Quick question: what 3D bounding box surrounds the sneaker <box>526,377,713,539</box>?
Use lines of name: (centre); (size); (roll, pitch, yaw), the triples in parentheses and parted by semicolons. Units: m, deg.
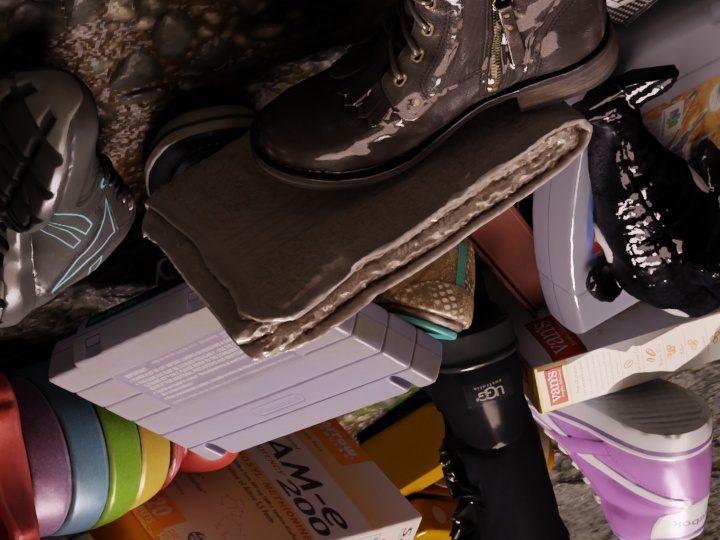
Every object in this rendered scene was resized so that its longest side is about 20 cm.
sneaker: (0.143, 0.107, 1.234); (0.072, 0.200, 0.115); (-25, 125, -24)

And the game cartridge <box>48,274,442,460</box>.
game cartridge: (-0.068, 0.047, 1.062); (0.130, 0.038, 0.200); (34, 143, -29)

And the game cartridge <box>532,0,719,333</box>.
game cartridge: (0.154, -0.062, 1.066); (0.133, 0.041, 0.200); (-31, 139, -30)

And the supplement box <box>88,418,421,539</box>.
supplement box: (-0.077, 0.166, 1.281); (0.200, 0.126, 0.074); (-9, 132, -40)

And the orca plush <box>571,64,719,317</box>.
orca plush: (0.175, -0.028, 1.028); (0.105, 0.071, 0.200); (-36, 140, -19)

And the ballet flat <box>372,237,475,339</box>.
ballet flat: (0.000, 0.000, 1.107); (0.070, 0.066, 0.200); (24, 168, -38)

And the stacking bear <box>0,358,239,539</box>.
stacking bear: (-0.154, 0.100, 1.177); (0.200, 0.122, 0.114); (-12, -176, -37)

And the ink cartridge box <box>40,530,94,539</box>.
ink cartridge box: (-0.213, 0.207, 1.191); (0.116, 0.200, 0.067); (-28, 146, -24)

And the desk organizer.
desk organizer: (0.091, -0.050, 1.106); (0.077, 0.072, 0.200); (-28, 152, 10)

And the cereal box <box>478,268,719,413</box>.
cereal box: (0.179, 0.018, 1.221); (0.199, 0.144, 0.040); (-16, 116, -10)

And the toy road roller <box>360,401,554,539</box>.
toy road roller: (0.058, 0.195, 1.443); (0.200, 0.146, 0.123); (-38, 148, 30)

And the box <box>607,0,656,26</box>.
box: (0.124, -0.204, 0.875); (0.200, 0.048, 0.193); (12, 137, -46)

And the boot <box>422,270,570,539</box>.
boot: (0.064, 0.096, 1.163); (0.076, 0.169, 0.200); (-15, -167, -8)

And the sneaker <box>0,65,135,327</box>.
sneaker: (-0.154, -0.045, 0.968); (0.079, 0.076, 0.200); (-22, 162, -28)

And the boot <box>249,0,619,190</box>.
boot: (0.027, -0.128, 0.853); (0.199, 0.069, 0.174); (-22, 148, 0)

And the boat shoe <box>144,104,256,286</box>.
boat shoe: (-0.079, -0.020, 1.056); (0.074, 0.062, 0.200); (-11, 150, -15)

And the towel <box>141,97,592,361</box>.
towel: (-0.002, -0.046, 0.942); (0.200, 0.133, 0.035); (-35, 135, -10)
